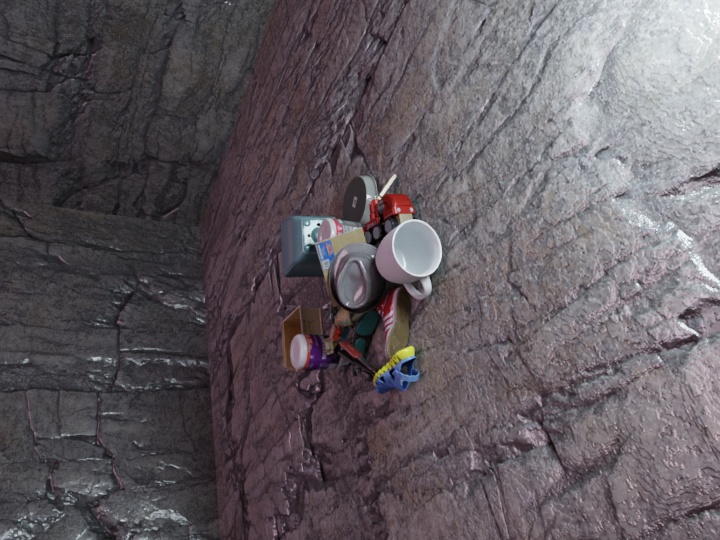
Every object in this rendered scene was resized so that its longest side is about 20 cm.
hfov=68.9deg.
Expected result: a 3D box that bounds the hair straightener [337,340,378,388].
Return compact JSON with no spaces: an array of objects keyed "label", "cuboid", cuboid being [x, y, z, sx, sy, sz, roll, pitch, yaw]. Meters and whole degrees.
[{"label":"hair straightener","cuboid":[0.003,0.298,1.613,0.198,0.040,0.079,31,121,32]}]

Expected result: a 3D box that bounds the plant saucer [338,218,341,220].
[{"label":"plant saucer","cuboid":[-0.055,-0.075,1.807,0.201,0.037,0.208,178,90,-78]}]

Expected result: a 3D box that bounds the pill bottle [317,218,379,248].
[{"label":"pill bottle","cuboid":[-0.028,-0.094,1.629,0.110,0.195,0.114,-16,72,59]}]

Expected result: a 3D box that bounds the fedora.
[{"label":"fedora","cuboid":[-0.013,0.026,1.487,0.090,0.172,0.206,-29,-51,-78]}]

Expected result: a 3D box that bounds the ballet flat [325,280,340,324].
[{"label":"ballet flat","cuboid":[-0.072,0.076,1.742,0.067,0.068,0.206,-16,72,22]}]

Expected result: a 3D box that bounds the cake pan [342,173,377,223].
[{"label":"cake pan","cuboid":[-0.006,-0.229,1.781,0.199,0.036,0.207,-18,69,59]}]

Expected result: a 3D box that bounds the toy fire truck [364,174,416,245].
[{"label":"toy fire truck","cuboid":[0.087,-0.192,1.545,0.175,0.126,0.206,-23,75,57]}]

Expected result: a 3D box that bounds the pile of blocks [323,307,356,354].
[{"label":"pile of blocks","cuboid":[-0.054,0.181,1.665,0.062,0.080,0.205,-149,81,-76]}]

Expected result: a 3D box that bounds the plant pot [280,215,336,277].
[{"label":"plant pot","cuboid":[-0.163,-0.094,1.806,0.200,0.190,0.202,148,120,-70]}]

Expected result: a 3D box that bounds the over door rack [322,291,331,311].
[{"label":"over door rack","cuboid":[-0.083,0.151,1.823,0.200,0.065,0.151,-48,44,47]}]

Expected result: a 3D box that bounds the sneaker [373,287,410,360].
[{"label":"sneaker","cuboid":[0.084,0.151,1.512,0.111,0.070,0.206,-2,76,57]}]

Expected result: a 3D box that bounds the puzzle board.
[{"label":"puzzle board","cuboid":[-0.039,-0.009,1.559,0.017,0.147,0.205,-124,17,-72]}]

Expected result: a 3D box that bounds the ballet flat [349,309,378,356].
[{"label":"ballet flat","cuboid":[0.002,0.193,1.662,0.075,0.072,0.204,52,127,51]}]

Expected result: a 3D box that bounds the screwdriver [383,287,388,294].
[{"label":"screwdriver","cuboid":[0.060,0.034,1.584,0.201,0.027,0.030,-113,17,-61]}]

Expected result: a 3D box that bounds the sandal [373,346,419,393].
[{"label":"sandal","cuboid":[0.100,0.297,1.456,0.088,0.078,0.201,61,142,25]}]

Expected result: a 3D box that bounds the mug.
[{"label":"mug","cuboid":[0.127,-0.015,1.413,0.204,0.145,0.175,61,156,1]}]

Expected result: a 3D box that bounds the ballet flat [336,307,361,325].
[{"label":"ballet flat","cuboid":[0.001,0.093,1.621,0.201,0.071,0.070,-52,13,-33]}]

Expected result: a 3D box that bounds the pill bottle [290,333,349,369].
[{"label":"pill bottle","cuboid":[-0.129,0.272,1.747,0.112,0.195,0.116,-16,71,58]}]

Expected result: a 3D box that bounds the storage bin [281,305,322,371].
[{"label":"storage bin","cuboid":[-0.227,0.269,2.035,0.200,0.091,0.204,-40,51,51]}]
